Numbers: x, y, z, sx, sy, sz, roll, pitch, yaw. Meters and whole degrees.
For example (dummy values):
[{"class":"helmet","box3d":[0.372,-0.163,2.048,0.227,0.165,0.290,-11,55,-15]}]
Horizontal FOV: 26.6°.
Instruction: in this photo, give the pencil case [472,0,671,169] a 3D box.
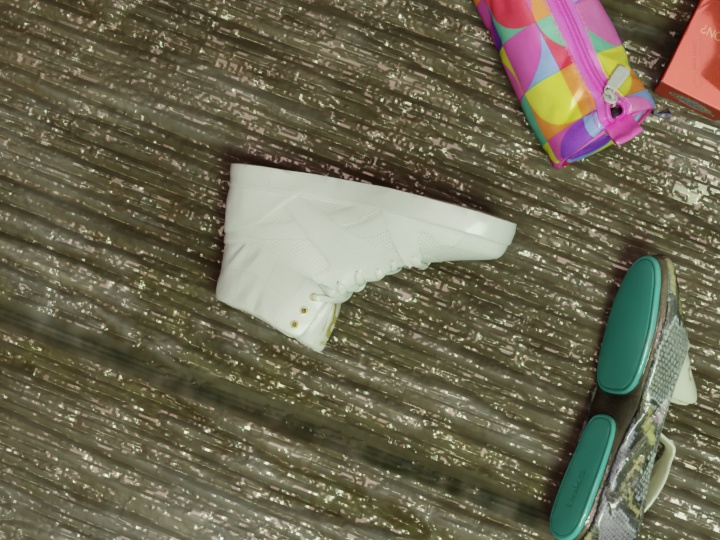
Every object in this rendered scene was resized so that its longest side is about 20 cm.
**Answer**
[{"class":"pencil case","box3d":[0.124,-0.167,1.006,0.088,0.088,0.201,-28,84,2]}]

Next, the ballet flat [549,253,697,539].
[{"class":"ballet flat","box3d":[0.183,0.092,1.003,0.071,0.072,0.202,18,88,5]}]

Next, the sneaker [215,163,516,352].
[{"class":"sneaker","box3d":[0.000,0.000,1.016,0.198,0.074,0.117,10,89,15]}]

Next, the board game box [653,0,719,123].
[{"class":"board game box","box3d":[0.307,-0.178,1.012,0.152,0.040,0.202,26,89,6]}]
